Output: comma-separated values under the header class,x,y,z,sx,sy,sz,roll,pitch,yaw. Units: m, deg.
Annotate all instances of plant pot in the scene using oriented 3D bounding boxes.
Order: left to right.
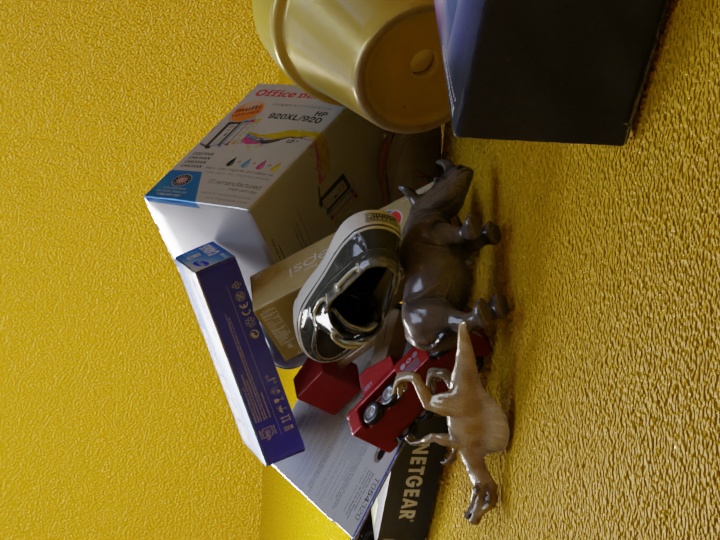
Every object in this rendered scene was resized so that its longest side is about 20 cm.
class,x,y,z,sx,sy,sz,roll,pitch,yaw
plant pot,0.023,-0.224,1.613,0.189,0.201,0.201,-126,35,-51

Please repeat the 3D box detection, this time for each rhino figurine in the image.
class,x,y,z,sx,sy,sz,roll,pitch,yaw
rhino figurine,0.070,-0.018,1.484,0.060,0.087,0.200,38,-142,-42

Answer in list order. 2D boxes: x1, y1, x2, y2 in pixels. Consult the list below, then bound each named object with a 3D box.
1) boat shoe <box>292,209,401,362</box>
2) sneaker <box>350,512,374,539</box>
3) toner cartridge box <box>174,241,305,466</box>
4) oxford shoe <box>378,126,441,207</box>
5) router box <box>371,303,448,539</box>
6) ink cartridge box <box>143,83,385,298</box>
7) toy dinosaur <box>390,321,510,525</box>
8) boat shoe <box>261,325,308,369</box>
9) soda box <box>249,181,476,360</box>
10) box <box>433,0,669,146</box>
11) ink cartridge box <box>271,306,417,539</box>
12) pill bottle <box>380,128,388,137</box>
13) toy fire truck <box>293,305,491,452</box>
class,x,y,z,sx,sy,sz,roll,pitch,yaw
boat shoe,-0.012,0.031,1.517,0.200,0.071,0.064,112,157,-52
sneaker,0.012,0.258,1.925,0.091,0.076,0.200,96,176,-68
toner cartridge box,-0.114,0.078,1.662,0.200,0.043,0.095,71,166,-14
oxford shoe,0.062,-0.072,1.744,0.075,0.070,0.200,10,97,55
router box,0.044,0.157,1.774,0.157,0.052,0.200,-97,12,-48
ink cartridge box,-0.080,-0.072,1.755,0.200,0.147,0.145,-49,-49,-34
toy dinosaur,0.081,0.107,1.446,0.101,0.058,0.200,18,127,40
boat shoe,-0.080,0.045,1.804,0.200,0.071,0.070,-98,24,-52
soda box,0.000,0.000,1.612,0.064,0.200,0.068,59,-171,-28
box,0.118,-0.217,1.115,0.198,0.123,0.200,98,170,-45
ink cartridge box,0.008,0.134,1.657,0.196,0.043,0.200,-62,33,3
pill bottle,0.012,-0.194,1.871,0.200,0.116,0.116,-138,51,-80
toy fire truck,0.027,0.083,1.582,0.200,0.049,0.141,-47,34,23
